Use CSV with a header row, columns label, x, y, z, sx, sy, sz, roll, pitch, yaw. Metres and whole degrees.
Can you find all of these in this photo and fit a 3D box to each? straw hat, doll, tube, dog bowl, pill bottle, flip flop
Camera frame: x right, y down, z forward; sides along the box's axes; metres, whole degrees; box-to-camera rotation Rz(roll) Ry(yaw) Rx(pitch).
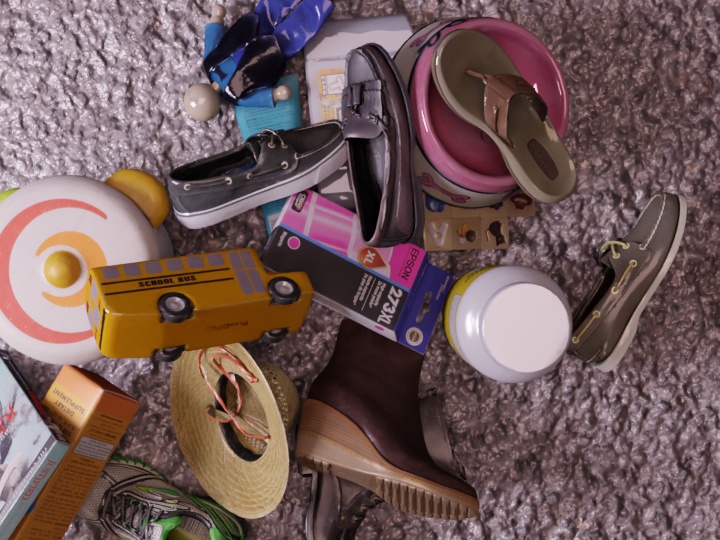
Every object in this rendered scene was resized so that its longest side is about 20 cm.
label,x,y,z,sx,sy,sz,roll,pitch,yaw
straw hat,-0.108,0.144,1.036,0.085,0.200,0.203,-20,90,-44
doll,-0.111,-0.235,1.044,0.200,0.048,0.137,-47,73,9
tube,-0.084,-0.105,1.062,0.077,0.050,0.202,-11,85,-6
dog bowl,0.125,-0.166,1.026,0.198,0.074,0.202,0,90,-18
pill bottle,0.145,0.050,0.989,0.111,0.200,0.113,0,90,-2
flip flop,0.147,-0.149,0.964,0.081,0.058,0.201,-41,102,-15

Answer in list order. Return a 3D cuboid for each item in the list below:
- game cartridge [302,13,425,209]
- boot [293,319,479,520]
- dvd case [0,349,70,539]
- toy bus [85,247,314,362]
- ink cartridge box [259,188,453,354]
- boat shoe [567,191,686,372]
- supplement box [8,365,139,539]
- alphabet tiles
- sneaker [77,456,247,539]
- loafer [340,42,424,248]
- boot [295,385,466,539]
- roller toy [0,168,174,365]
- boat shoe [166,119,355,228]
label,x,y,z,sx,sy,sz,roll,pitch,yaw
game cartridge,0.011,-0.168,1.069,0.132,0.042,0.202,-6,90,3
boot,0.043,0.145,1.009,0.198,0.073,0.167,21,58,5
dvd case,-0.367,0.180,0.994,0.022,0.200,0.147,35,90,-44
toy bus,-0.147,0.029,0.937,0.198,0.065,0.079,-9,50,-28
ink cartridge box,0.000,0.000,1.027,0.199,0.037,0.095,28,72,-12
boat shoe,0.277,0.004,1.057,0.060,0.072,0.203,25,93,-6
supplement box,-0.307,0.199,1.002,0.066,0.069,0.201,26,85,29
alphabet tiles,0.108,-0.122,1.061,0.165,0.006,0.202,-3,90,-19
sneaker,-0.215,0.248,1.035,0.198,0.085,0.079,16,89,2
loafer,0.014,-0.121,0.984,0.063,0.072,0.202,-17,98,-38
boot,0.026,0.231,1.048,0.172,0.069,0.202,-8,84,-1
roller toy,-0.281,-0.001,1.007,0.198,0.140,0.185,-8,91,-2
boat shoe,-0.097,-0.106,0.997,0.199,0.069,0.057,-27,133,-11
